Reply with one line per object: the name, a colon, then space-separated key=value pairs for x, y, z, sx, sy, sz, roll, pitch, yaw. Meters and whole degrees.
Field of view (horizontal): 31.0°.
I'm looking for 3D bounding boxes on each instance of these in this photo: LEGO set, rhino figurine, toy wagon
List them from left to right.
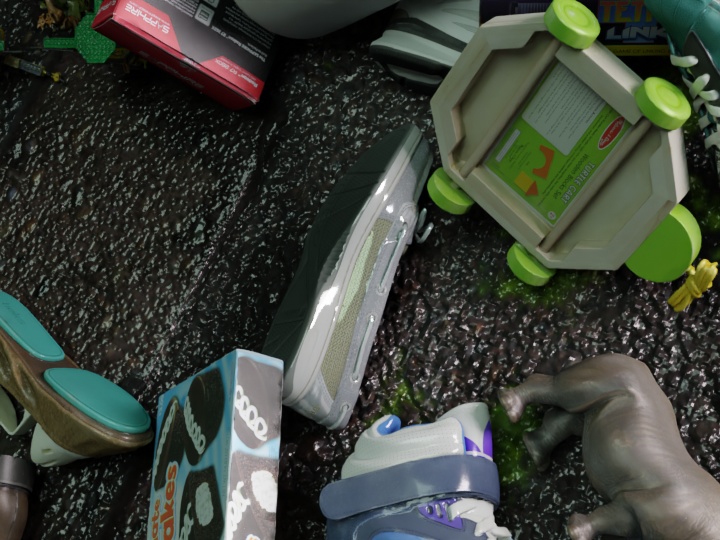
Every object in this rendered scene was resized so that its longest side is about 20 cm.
LEGO set: x=-0.231 y=-0.225 z=1.022 sx=0.197 sy=0.116 sz=0.156 roll=-5 pitch=96 yaw=24
toy wagon: x=0.132 y=-0.058 z=0.774 sx=0.200 sy=0.040 sz=0.156 roll=42 pitch=132 yaw=7
rhino figurine: x=0.158 y=0.134 z=0.720 sx=0.087 sy=0.060 sz=0.201 roll=-29 pitch=63 yaw=5

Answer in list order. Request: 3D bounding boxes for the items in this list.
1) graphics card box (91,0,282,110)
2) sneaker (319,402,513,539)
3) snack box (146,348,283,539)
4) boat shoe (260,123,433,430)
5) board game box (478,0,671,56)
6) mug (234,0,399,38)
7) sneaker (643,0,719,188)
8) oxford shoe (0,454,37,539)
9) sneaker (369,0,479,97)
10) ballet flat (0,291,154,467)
graphics card box: x=-0.100 y=-0.234 z=0.942 sx=0.051 sy=0.125 sz=0.202 roll=-5 pitch=62 yaw=59
sneaker: x=0.070 y=0.149 z=0.736 sx=0.198 sy=0.080 sz=0.148 roll=9 pitch=76 yaw=31
snack box: x=-0.093 y=0.161 z=0.787 sx=0.116 sy=0.037 sz=0.203 roll=-31 pitch=51 yaw=52
boat shoe: x=0.000 y=0.001 z=0.843 sx=0.074 sy=0.064 sz=0.204 roll=-10 pitch=53 yaw=60
board game box: x=0.174 y=-0.213 z=0.821 sx=0.197 sy=0.057 sz=0.167 roll=0 pitch=57 yaw=6
mug: x=-0.015 y=-0.238 z=0.850 sx=0.152 sy=0.185 sz=0.152 roll=3 pitch=94 yaw=50
sneaker: x=0.221 y=-0.086 z=0.735 sx=0.200 sy=0.071 sz=0.080 roll=43 pitch=98 yaw=-10
oxford shoe: x=-0.319 y=0.174 z=0.887 sx=0.197 sy=0.073 sz=0.086 roll=-6 pitch=69 yaw=20
sneaker: x=0.108 y=-0.162 z=0.857 sx=0.199 sy=0.076 sz=0.116 roll=23 pitch=80 yaw=31
ballet flat: x=-0.218 y=0.088 z=0.893 sx=0.199 sy=0.068 sz=0.073 roll=33 pitch=104 yaw=30
